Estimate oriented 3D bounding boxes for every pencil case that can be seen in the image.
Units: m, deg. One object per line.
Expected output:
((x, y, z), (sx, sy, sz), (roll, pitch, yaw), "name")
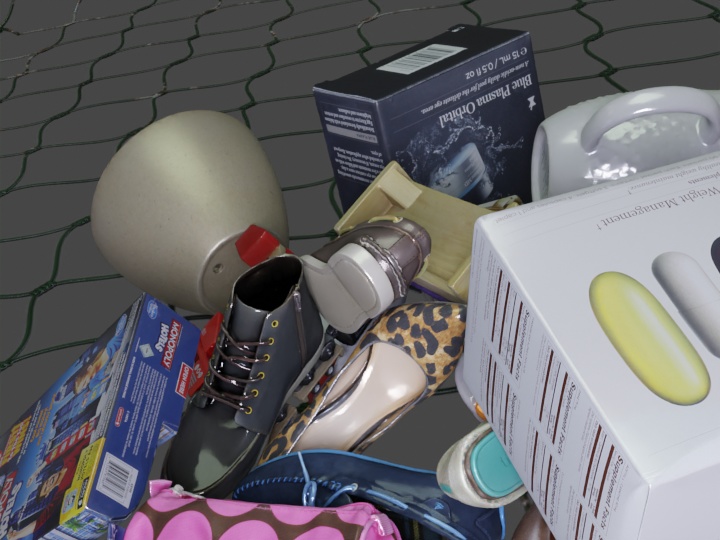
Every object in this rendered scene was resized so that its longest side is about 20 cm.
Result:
((-0.062, 0.187, 0.814), (0.198, 0.095, 0.091), (-1, -16, 29), "pencil case")

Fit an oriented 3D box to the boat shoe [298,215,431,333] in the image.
((0.000, 0.000, 0.968), (0.059, 0.072, 0.200), (-38, 3, -16), "boat shoe")

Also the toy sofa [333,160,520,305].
((0.073, -0.012, 1.021), (0.083, 0.098, 0.199), (-49, 32, -9), "toy sofa")

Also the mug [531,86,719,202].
((0.247, -0.098, 1.113), (0.173, 0.201, 0.150), (0, 65, -3), "mug")

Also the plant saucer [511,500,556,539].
((0.185, 0.171, 0.767), (0.197, 0.032, 0.201), (-6, 34, 4), "plant saucer")

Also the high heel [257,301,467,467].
((0.001, 0.104, 0.922), (0.200, 0.071, 0.143), (-40, 10, 45), "high heel")

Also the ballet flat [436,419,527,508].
((0.132, 0.095, 0.848), (0.198, 0.068, 0.062), (-23, -3, -25), "ballet flat")

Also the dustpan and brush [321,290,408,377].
((-0.046, 0.055, 1.151), (0.197, 0.058, 0.141), (-2, 48, 22), "dustpan and brush")

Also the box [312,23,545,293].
((0.081, -0.116, 1.263), (0.195, 0.202, 0.117), (-27, 27, -26), "box")

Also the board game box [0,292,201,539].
((-0.221, 0.148, 0.973), (0.199, 0.061, 0.202), (-35, 31, 34), "board game box")

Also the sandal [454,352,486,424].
((0.145, 0.125, 0.905), (0.079, 0.060, 0.206), (-33, 52, -23), "sandal")

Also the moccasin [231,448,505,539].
((-0.003, 0.164, 0.860), (0.197, 0.082, 0.068), (-4, 20, 23), "moccasin")

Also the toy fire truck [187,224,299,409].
((-0.100, 0.050, 1.114), (0.141, 0.049, 0.200), (-48, 26, 4), "toy fire truck")

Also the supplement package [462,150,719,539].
((0.186, 0.061, 0.730), (0.189, 0.148, 0.201), (-16, 48, -14), "supplement package")

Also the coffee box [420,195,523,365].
((0.119, 0.015, 1.112), (0.112, 0.081, 0.200), (-15, 24, -3), "coffee box")

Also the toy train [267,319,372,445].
((-0.043, 0.084, 1.047), (0.034, 0.046, 0.201), (23, 61, 28), "toy train")

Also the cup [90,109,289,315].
((-0.148, -0.037, 1.267), (0.199, 0.202, 0.143), (-25, 46, -22), "cup")

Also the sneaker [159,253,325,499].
((-0.099, 0.083, 0.959), (0.074, 0.107, 0.201), (19, 60, 19), "sneaker")
